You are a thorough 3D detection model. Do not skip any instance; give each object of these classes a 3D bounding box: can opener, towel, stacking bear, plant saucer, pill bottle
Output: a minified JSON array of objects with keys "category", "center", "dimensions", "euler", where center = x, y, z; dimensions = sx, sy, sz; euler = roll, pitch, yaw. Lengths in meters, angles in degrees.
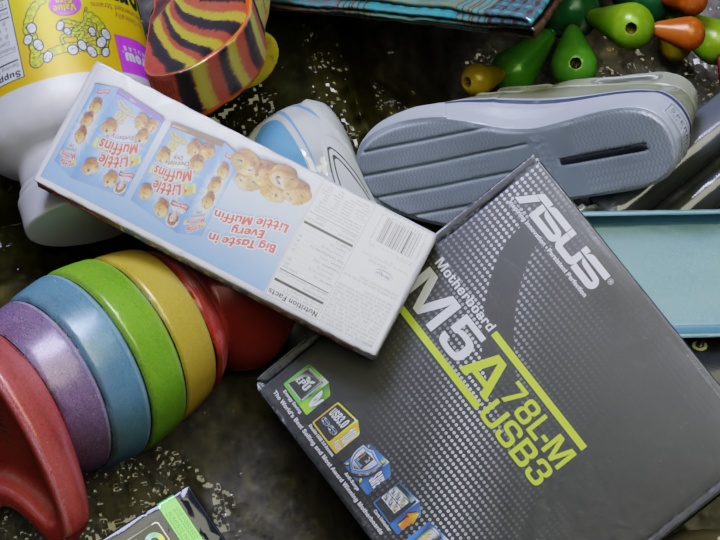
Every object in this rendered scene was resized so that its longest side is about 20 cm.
[{"category":"can opener","center":[0.145,-0.035,1.397],"dimensions":[0.200,0.067,0.053],"euler":[-39,119,-8]},{"category":"towel","center":[0.048,-0.194,1.414],"dimensions":[0.199,0.022,0.147],"euler":[11,55,36]},{"category":"stacking bear","center":[-0.117,0.041,1.320],"dimensions":[0.200,0.121,0.114],"euler":[-30,115,-31]},{"category":"plant saucer","center":[0.168,0.002,1.352],"dimensions":[0.199,0.019,0.070],"euler":[-1,88,-3]},{"category":"pill bottle","center":[-0.168,-0.119,1.372],"dimensions":[0.104,0.104,0.201],"euler":[-11,72,-14]}]

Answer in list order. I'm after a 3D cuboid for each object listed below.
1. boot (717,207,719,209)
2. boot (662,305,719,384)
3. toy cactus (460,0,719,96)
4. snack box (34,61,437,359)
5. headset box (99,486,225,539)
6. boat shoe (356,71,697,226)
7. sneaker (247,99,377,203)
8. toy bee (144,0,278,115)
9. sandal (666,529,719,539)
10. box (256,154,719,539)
[{"category":"boot","center":[0.259,-0.018,1.433],"dimensions":[0.138,0.078,0.200],"euler":[-23,62,-13]},{"category":"boot","center":[0.203,0.094,1.361],"dimensions":[0.153,0.074,0.204],"euler":[18,63,10]},{"category":"toy cactus","center":[0.124,-0.160,1.457],"dimensions":[0.199,0.102,0.165],"euler":[1,50,-3]},{"category":"snack box","center":[-0.065,-0.031,1.291],"dimensions":[0.199,0.024,0.072],"euler":[27,84,3]},{"category":"headset box","center":[-0.114,0.233,1.256],"dimensions":[0.200,0.093,0.174],"euler":[-31,78,-20]},{"category":"boat shoe","center":[0.095,-0.069,1.391],"dimensions":[0.199,0.072,0.062],"euler":[-4,24,28]},{"category":"sneaker","center":[0.000,0.000,1.380],"dimensions":[0.072,0.072,0.200],"euler":[-33,78,-3]},{"category":"toy bee","center":[-0.075,-0.174,1.374],"dimensions":[0.108,0.131,0.201],"euler":[-16,66,4]},{"category":"sandal","center":[0.256,0.167,1.366],"dimensions":[0.199,0.054,0.081],"euler":[0,68,-9]},{"category":"box","center":[0.079,0.077,1.304],"dimensions":[0.193,0.048,0.200],"euler":[-38,79,5]}]
